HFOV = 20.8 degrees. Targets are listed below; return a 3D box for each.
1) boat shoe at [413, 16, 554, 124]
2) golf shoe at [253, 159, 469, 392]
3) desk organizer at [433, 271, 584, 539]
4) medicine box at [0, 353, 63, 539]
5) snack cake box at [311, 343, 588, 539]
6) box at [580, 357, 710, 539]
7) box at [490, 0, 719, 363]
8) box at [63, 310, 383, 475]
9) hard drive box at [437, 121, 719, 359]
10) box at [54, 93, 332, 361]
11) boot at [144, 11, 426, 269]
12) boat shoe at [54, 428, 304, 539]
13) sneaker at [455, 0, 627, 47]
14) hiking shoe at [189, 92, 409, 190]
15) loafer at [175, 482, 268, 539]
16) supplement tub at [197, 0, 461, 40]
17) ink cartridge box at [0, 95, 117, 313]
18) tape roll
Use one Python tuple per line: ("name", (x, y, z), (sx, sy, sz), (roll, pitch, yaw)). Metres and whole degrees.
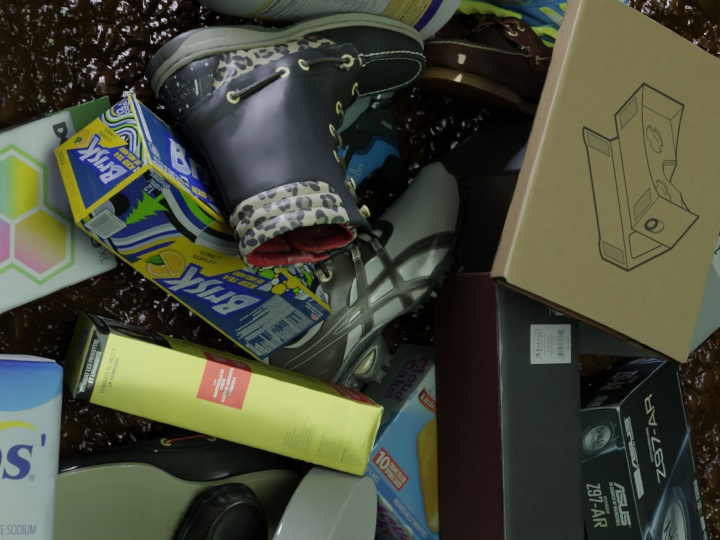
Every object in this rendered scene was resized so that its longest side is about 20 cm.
("boat shoe", (0.100, -0.147, 1.401), (0.200, 0.070, 0.071), (10, 91, -62))
("golf shoe", (0.000, 0.000, 1.344), (0.094, 0.078, 0.201), (34, 82, -24))
("desk organizer", (0.101, 0.099, 1.345), (0.071, 0.077, 0.202), (-1, 90, -34))
("medicine box", (-0.282, 0.147, 1.157), (0.181, 0.103, 0.202), (4, 89, -33))
("snack cake box", (0.070, 0.163, 1.410), (0.115, 0.067, 0.200), (-50, 115, -22))
("box", (0.214, 0.178, 1.475), (0.160, 0.043, 0.202), (-25, 105, -63))
("box", (0.175, -0.060, 1.267), (0.163, 0.021, 0.201), (23, 77, -30))
("box", (-0.090, 0.080, 1.268), (0.199, 0.075, 0.050), (18, 92, -16))
("hard drive box", (0.153, -0.023, 1.385), (0.077, 0.199, 0.157), (-37, 110, -27))
("box", (-0.103, -0.023, 1.238), (0.064, 0.070, 0.200), (-34, 138, 13))
("boot", (-0.023, -0.081, 1.238), (0.202, 0.074, 0.155), (-8, 62, -35))
("boat shoe", (-0.129, 0.144, 1.285), (0.200, 0.063, 0.074), (1, 120, -32))
("sneaker", (0.137, -0.207, 1.430), (0.199, 0.105, 0.076), (2, 89, -33))
("hiking shoe", (-0.047, -0.067, 1.328), (0.199, 0.074, 0.087), (-24, 102, -31))
("loafer", (-0.087, 0.239, 1.273), (0.072, 0.072, 0.202), (-2, 108, -28))
("supplement tub", (-0.036, -0.232, 1.292), (0.199, 0.145, 0.147), (7, 87, -33))
("ink cartridge box", (-0.217, -0.035, 1.225), (0.199, 0.059, 0.105), (-22, 101, -32))
("tape roll", (-0.035, 0.228, 1.282), (0.037, 0.203, 0.204), (14, 80, 11))
